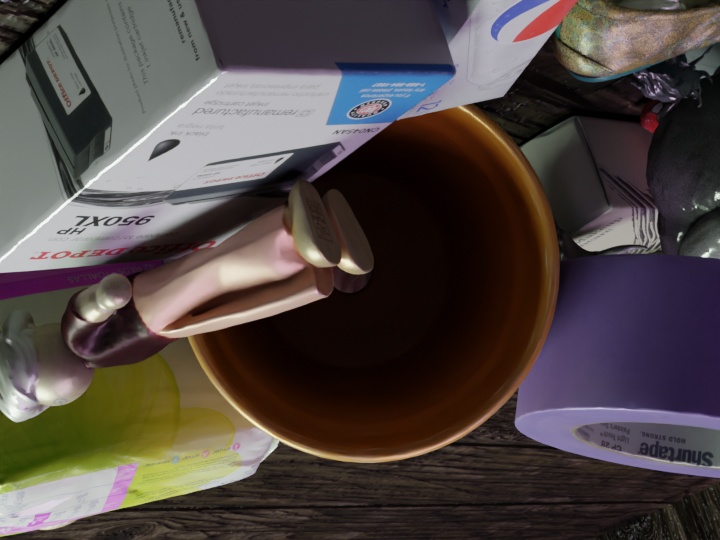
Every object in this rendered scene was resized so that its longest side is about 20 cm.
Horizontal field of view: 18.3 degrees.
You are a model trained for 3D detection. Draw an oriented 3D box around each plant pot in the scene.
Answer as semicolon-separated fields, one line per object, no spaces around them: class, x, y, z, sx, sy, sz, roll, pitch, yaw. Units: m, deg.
plant pot;0.000;0.000;1.238;0.199;0.202;0.183;-20;180;-3

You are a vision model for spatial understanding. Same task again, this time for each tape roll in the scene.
tape roll;0.187;0.057;1.226;0.198;0.086;0.200;7;167;2

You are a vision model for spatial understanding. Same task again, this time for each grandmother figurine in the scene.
grandmother figurine;-0.099;0.020;1.082;0.199;0.061;0.121;-26;157;20

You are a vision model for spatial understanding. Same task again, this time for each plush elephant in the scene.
plush elephant;0.247;-0.054;1.237;0.166;0.154;0.200;-62;148;-12

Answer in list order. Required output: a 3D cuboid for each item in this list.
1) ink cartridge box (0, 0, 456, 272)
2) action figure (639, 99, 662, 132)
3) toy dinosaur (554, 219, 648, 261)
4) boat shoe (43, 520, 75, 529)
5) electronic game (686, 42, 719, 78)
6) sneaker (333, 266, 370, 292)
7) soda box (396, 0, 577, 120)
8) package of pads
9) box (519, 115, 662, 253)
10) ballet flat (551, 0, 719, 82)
ink cartridge box;-0.078;-0.079;1.031;0.144;0.085;0.200;-4;159;-43
action figure;0.273;-0.078;1.403;0.198;0.052;0.065;11;-163;14
toy dinosaur;0.072;0.025;1.365;0.199;0.077;0.102;-31;180;-30
boat shoe;-0.144;0.106;1.350;0.072;0.065;0.200;1;-154;22
electronic game;0.284;-0.149;1.337;0.198;0.042;0.200;-12;164;-3
sneaker;-0.014;0.032;1.426;0.199;0.116;0.076;-19;165;-6
soda box;0.062;-0.145;1.022;0.063;0.069;0.200;-14;162;-23
package of pads;-0.154;0.060;1.259;0.199;0.155;0.068;-11;151;-33
box;0.177;-0.052;1.479;0.082;0.069;0.199;-30;162;35
ballet flat;0.192;-0.155;1.180;0.199;0.071;0.071;-18;165;-17
